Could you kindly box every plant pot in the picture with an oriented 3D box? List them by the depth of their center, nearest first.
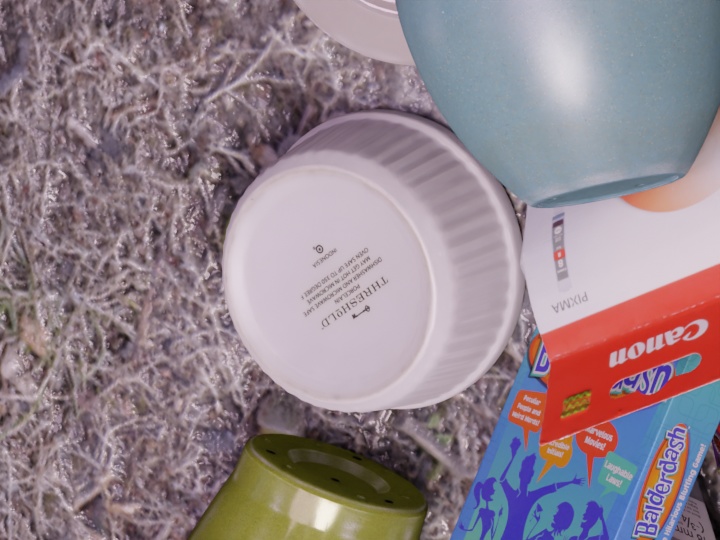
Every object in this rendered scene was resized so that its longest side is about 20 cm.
[{"bbox_3d":[0.130,-0.111,1.335,0.200,0.200,0.135,-13,85,31],"label":"plant pot"},{"bbox_3d":[-0.044,0.220,1.544,0.200,0.200,0.193,24,100,23],"label":"plant pot"}]

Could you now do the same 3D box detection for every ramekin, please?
[{"bbox_3d":[0.000,0.000,1.508,0.202,0.094,0.203,7,104,28],"label":"ramekin"}]

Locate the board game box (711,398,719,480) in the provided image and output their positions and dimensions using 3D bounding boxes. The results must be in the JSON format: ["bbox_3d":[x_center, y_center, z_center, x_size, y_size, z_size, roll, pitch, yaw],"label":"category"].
[{"bbox_3d":[0.259,0.154,1.340,0.200,0.032,0.120,-123,17,-54],"label":"board game box"}]

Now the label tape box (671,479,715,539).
[{"bbox_3d":[0.155,0.212,1.424,0.144,0.063,0.200,-44,37,30],"label":"label tape box"}]

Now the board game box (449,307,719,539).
[{"bbox_3d":[0.140,0.112,1.404,0.152,0.045,0.200,21,89,58],"label":"board game box"}]

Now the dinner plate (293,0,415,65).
[{"bbox_3d":[0.033,-0.227,1.449,0.200,0.024,0.201,3,102,14],"label":"dinner plate"}]

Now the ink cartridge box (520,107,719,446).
[{"bbox_3d":[0.166,-0.007,1.363,0.162,0.200,0.050,-24,125,32],"label":"ink cartridge box"}]
